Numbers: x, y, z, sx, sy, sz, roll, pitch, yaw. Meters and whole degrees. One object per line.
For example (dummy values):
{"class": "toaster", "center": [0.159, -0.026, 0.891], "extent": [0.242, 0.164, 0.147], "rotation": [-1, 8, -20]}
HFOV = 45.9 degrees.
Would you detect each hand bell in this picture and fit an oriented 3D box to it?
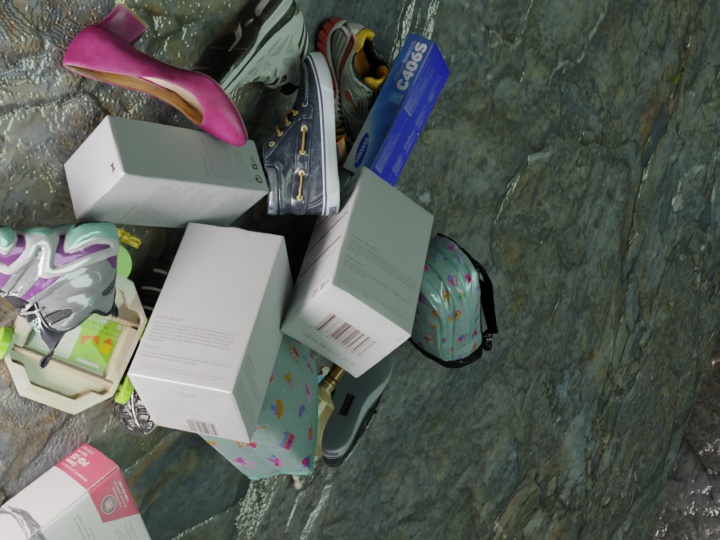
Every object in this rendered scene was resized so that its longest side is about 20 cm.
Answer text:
{"class": "hand bell", "center": [-0.038, 0.149, 1.196], "extent": [0.202, 0.104, 0.104], "rotation": [-54, 137, -5]}

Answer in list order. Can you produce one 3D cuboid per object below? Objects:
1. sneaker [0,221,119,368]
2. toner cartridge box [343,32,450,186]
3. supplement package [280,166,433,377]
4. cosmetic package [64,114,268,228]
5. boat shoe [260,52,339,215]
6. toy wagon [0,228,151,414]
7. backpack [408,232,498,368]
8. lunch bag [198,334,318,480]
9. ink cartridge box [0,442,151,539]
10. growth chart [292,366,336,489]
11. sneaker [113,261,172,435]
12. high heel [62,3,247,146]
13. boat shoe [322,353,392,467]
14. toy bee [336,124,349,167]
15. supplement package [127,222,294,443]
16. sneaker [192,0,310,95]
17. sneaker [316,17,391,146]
{"class": "sneaker", "center": [-0.331, 0.027, 0.835], "extent": [0.196, 0.077, 0.144], "rotation": [-5, 94, -28]}
{"class": "toner cartridge box", "center": [0.051, -0.207, 1.155], "extent": [0.203, 0.043, 0.095], "rotation": [-63, 156, -3]}
{"class": "supplement package", "center": [0.000, 0.000, 1.022], "extent": [0.116, 0.117, 0.203], "rotation": [32, 45, -17]}
{"class": "cosmetic package", "center": [-0.210, -0.102, 0.939], "extent": [0.198, 0.101, 0.073], "rotation": [1, 63, -50]}
{"class": "boat shoe", "center": [-0.077, -0.165, 1.015], "extent": [0.089, 0.071, 0.205], "rotation": [-3, 78, -11]}
{"class": "toy wagon", "center": [-0.297, 0.050, 0.925], "extent": [0.153, 0.039, 0.204], "rotation": [27, 81, -30]}
{"class": "backpack", "center": [0.125, 0.048, 1.320], "extent": [0.126, 0.166, 0.202], "rotation": [-39, 146, -26]}
{"class": "lunch bag", "center": [-0.127, 0.137, 1.087], "extent": [0.171, 0.119, 0.203], "rotation": [54, 33, -45]}
{"class": "ink cartridge box", "center": [-0.348, 0.320, 0.958], "extent": [0.199, 0.082, 0.149], "rotation": [-37, 129, -35]}
{"class": "growth chart", "center": [-0.052, 0.221, 1.314], "extent": [0.199, 0.018, 0.147], "rotation": [-40, 129, -34]}
{"class": "sneaker", "center": [-0.246, 0.089, 1.015], "extent": [0.079, 0.072, 0.205], "rotation": [-9, 109, -72]}
{"class": "high heel", "center": [-0.212, -0.183, 0.897], "extent": [0.200, 0.067, 0.097], "rotation": [45, 60, -18]}
{"class": "boat shoe", "center": [-0.004, 0.207, 1.291], "extent": [0.069, 0.072, 0.202], "rotation": [83, 25, -50]}
{"class": "toy bee", "center": [-0.069, -0.122, 1.102], "extent": [0.202, 0.107, 0.132], "rotation": [-54, 139, -20]}
{"class": "supplement package", "center": [-0.157, 0.067, 0.952], "extent": [0.121, 0.118, 0.203], "rotation": [84, 18, -54]}
{"class": "sneaker", "center": [-0.120, -0.238, 1.025], "extent": [0.202, 0.075, 0.116], "rotation": [-56, 136, -22]}
{"class": "sneaker", "center": [0.004, -0.243, 1.161], "extent": [0.078, 0.081, 0.202], "rotation": [-48, 136, -28]}
